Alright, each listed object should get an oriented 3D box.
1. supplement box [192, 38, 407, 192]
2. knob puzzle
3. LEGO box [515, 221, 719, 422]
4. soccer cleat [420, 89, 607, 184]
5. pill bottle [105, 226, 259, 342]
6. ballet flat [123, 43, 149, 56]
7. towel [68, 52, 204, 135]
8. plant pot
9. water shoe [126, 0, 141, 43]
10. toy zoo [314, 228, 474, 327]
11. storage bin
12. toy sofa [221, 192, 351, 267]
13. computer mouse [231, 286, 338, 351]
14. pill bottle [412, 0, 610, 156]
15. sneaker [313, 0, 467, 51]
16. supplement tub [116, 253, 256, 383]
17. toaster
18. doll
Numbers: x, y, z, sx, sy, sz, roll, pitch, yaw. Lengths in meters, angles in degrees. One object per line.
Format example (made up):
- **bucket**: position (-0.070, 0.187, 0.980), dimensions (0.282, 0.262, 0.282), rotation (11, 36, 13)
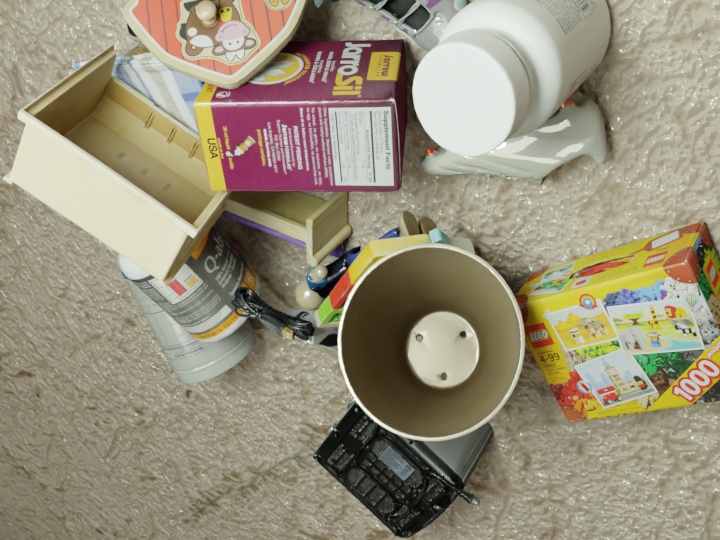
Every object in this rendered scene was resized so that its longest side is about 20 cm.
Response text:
- **supplement box**: position (-0.053, -0.157, 0.860), dimensions (0.195, 0.132, 0.105), rotation (0, 129, 7)
- **knob puzzle**: position (-0.138, -0.272, 0.824), dimensions (0.217, 0.222, 0.031), rotation (32, 168, 14)
- **LEGO box**: position (0.273, 0.059, 0.853), dimensions (0.198, 0.077, 0.151), rotation (-20, 107, 43)
- **soccer cleat**: position (0.146, -0.115, 0.840), dimensions (0.197, 0.069, 0.079), rotation (-12, 115, 38)
- **pill bottle**: position (-0.221, -0.013, 1.039), dimensions (0.114, 0.118, 0.201), rotation (-4, 140, 38)
- **ballet flat**: position (-0.254, -0.187, 1.086), dimensions (0.064, 0.071, 0.204), rotation (-15, 107, 1)
- **towel**: position (-0.244, -0.186, 1.008), dimensions (0.196, 0.024, 0.149), rotation (2, 131, 31)
- **plant pot**: position (0.081, 0.081, 0.922), dimensions (0.186, 0.189, 0.200), rotation (35, 179, 11)
- **water shoe**: position (-0.227, -0.342, 0.932), dimensions (0.201, 0.078, 0.072), rotation (-50, 60, 32)
- **toy zoo**: position (0.041, 0.009, 0.954), dimensions (0.200, 0.128, 0.021), rotation (-52, 48, 52)
- **storage bin**: position (-0.232, -0.118, 0.904), dimensions (0.198, 0.200, 0.094), rotation (33, 127, -6)
- **toy sofa**: position (-0.113, -0.067, 1.056), dimensions (0.197, 0.083, 0.099), rotation (21, 130, 24)
- **computer mouse**: position (-0.071, 0.064, 1.079), dimensions (0.108, 0.199, 0.045), rotation (22, 89, 26)
- **pill bottle**: position (0.127, -0.177, 0.713), dimensions (0.112, 0.200, 0.116), rotation (19, 129, 25)
- **sneaker**: position (0.008, -0.260, 0.788), dimensions (0.200, 0.140, 0.078), rotation (47, 135, 1)
- **supplement tub**: position (-0.242, 0.038, 1.192), dimensions (0.130, 0.132, 0.203), rotation (-8, 116, 40)
- **toaster**: position (0.059, 0.235, 1.107), dimensions (0.199, 0.119, 0.182), rotation (41, 136, 7)
- **doll**: position (0.000, 0.000, 0.999), dimensions (0.198, 0.135, 0.049), rotation (-29, 65, 31)
